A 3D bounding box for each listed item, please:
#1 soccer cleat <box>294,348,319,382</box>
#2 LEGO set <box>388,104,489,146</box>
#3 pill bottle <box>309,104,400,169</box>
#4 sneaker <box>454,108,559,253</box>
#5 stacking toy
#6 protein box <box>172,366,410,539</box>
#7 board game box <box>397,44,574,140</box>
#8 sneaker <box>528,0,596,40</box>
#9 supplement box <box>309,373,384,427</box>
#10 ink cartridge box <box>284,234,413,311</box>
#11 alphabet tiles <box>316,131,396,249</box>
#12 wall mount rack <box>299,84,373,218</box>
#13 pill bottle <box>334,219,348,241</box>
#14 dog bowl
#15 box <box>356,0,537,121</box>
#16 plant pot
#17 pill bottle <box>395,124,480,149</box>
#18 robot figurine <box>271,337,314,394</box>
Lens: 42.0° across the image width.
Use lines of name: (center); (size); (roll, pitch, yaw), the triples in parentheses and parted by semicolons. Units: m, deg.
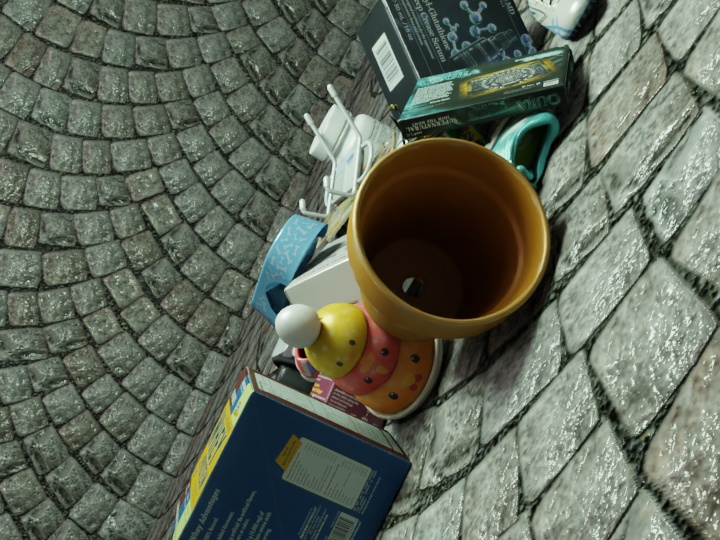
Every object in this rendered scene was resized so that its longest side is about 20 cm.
soccer cleat: (-0.062, 0.063, 1.402); (0.073, 0.068, 0.201); (65, -151, -62)
LEGO set: (0.100, -0.130, 1.209); (0.116, 0.154, 0.200); (-34, 31, 22)
pill bottle: (0.021, -0.196, 1.607); (0.114, 0.199, 0.113); (-60, 11, 20)
sneaker: (0.164, -0.102, 1.085); (0.201, 0.077, 0.080); (-63, 20, 2)
stacking toy: (-0.017, 0.087, 1.086); (0.146, 0.200, 0.147); (-25, 57, 44)
protein box: (-0.084, 0.251, 1.086); (0.199, 0.199, 0.135); (-64, 11, 0)
board game box: (0.154, -0.216, 1.130); (0.199, 0.028, 0.135); (-9, 29, 21)
sneaker: (0.254, -0.350, 1.220); (0.072, 0.072, 0.200); (-59, 13, 16)
supplement box: (-0.017, 0.176, 1.242); (0.201, 0.085, 0.110); (-66, 12, -9)
ink cartridge box: (0.000, 0.000, 1.309); (0.144, 0.084, 0.200); (-25, 11, 23)
alphabet tiles: (-0.006, -0.125, 1.456); (0.200, 0.006, 0.167); (-51, 13, 21)
wall mount rack: (-0.045, -0.182, 1.472); (0.200, 0.074, 0.174); (148, 130, -63)
pill bottle: (0.027, -0.066, 1.514); (0.200, 0.113, 0.114); (-61, 12, 13)
dog bowl: (-0.106, -0.002, 1.351); (0.112, 0.049, 0.200); (-57, -5, -40)
box: (0.122, -0.316, 1.315); (0.199, 0.149, 0.107); (-21, -7, -24)
plant pot: (0.076, -0.009, 0.997); (0.183, 0.200, 0.201); (114, 177, -67)
pill bottle: (0.111, -0.178, 1.378); (0.116, 0.116, 0.200); (-51, 17, 48)
robot figurine: (-0.066, 0.114, 1.523); (0.150, 0.125, 0.201); (-15, 49, 62)
